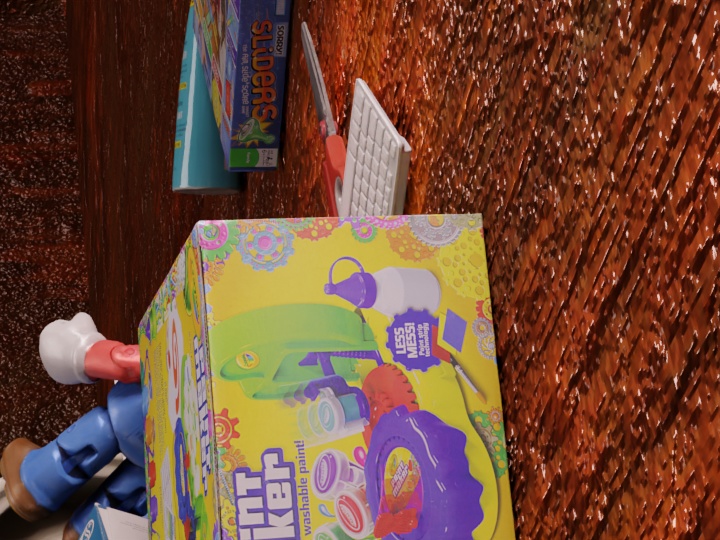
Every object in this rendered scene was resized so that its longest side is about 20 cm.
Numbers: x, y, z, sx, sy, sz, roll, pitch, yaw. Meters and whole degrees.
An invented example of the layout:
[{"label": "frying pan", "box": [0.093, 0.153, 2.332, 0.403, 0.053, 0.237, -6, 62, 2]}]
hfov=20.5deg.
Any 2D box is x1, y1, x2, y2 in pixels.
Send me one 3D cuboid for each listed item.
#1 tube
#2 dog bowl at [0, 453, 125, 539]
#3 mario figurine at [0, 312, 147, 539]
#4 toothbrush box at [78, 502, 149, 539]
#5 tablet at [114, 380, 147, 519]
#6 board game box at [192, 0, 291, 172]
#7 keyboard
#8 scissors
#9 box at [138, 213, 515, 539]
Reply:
[{"label": "tube", "box": [-0.113, -0.158, 1.489, 0.077, 0.050, 0.200, 156, 115, -80]}, {"label": "dog bowl", "box": [-0.159, 0.205, 1.141, 0.074, 0.200, 0.200, 150, 118, -61]}, {"label": "mario figurine", "box": [-0.090, 0.062, 1.042, 0.123, 0.200, 0.106, 31, -157, -54]}, {"label": "toothbrush box", "box": [-0.103, 0.239, 1.002, 0.200, 0.146, 0.085, -63, 21, 14]}, {"label": "tablet", "box": [-0.069, 0.106, 1.113, 0.200, 0.130, 0.014, -104, -3, -47]}, {"label": "board game box", "box": [-0.083, -0.176, 1.341, 0.200, 0.034, 0.135, -108, 20, -52]}, {"label": "keyboard", "box": [0.000, 0.000, 0.998, 0.056, 0.011, 0.200, 53, 148, 41]}, {"label": "scissors", "box": [-0.014, -0.072, 1.087, 0.073, 0.014, 0.200, 104, 161, -61]}, {"label": "box", "box": [-0.021, 0.096, 0.856, 0.193, 0.122, 0.200, 134, 133, -72]}]
